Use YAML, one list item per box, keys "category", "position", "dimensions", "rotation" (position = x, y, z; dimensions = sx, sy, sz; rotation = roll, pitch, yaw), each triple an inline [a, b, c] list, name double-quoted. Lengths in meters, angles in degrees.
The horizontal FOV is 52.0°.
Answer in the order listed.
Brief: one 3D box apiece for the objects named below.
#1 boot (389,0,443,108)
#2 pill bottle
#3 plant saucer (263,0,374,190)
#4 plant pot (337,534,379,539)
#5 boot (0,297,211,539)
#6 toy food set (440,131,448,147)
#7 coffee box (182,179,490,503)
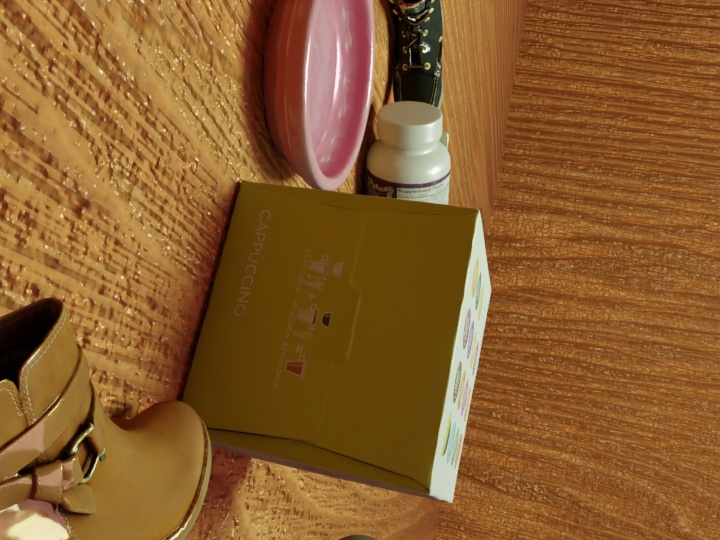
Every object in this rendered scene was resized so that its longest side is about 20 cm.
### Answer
- category: "boot"
  position: [0.071, -0.303, 0.951]
  dimensions: [0.151, 0.071, 0.206]
  rotation: [57, 40, -71]
- category: "pill bottle"
  position: [0.060, -0.105, 0.950]
  dimensions: [0.113, 0.109, 0.205]
  rotation: [-59, 154, -55]
- category: "plant saucer"
  position: [-0.036, -0.175, 0.651]
  dimensions: [0.200, 0.049, 0.207]
  rotation: [9, 90, -75]
- category: "plant pot"
  position: [-0.002, 0.434, 0.936]
  dimensions: [0.175, 0.194, 0.206]
  rotation: [-95, -171, -75]
- category: "boot"
  position: [-0.143, 0.082, 0.367]
  dimensions: [0.200, 0.075, 0.160]
  rotation: [-46, 139, -55]
- category: "toy food set"
  position: [0.121, -0.154, 1.261]
  dimensions: [0.200, 0.059, 0.148]
  rotation: [-43, 139, -67]
- category: "coffee box"
  position: [-0.006, 0.066, 0.612]
  dimensions: [0.198, 0.194, 0.205]
  rotation: [57, 44, -68]
